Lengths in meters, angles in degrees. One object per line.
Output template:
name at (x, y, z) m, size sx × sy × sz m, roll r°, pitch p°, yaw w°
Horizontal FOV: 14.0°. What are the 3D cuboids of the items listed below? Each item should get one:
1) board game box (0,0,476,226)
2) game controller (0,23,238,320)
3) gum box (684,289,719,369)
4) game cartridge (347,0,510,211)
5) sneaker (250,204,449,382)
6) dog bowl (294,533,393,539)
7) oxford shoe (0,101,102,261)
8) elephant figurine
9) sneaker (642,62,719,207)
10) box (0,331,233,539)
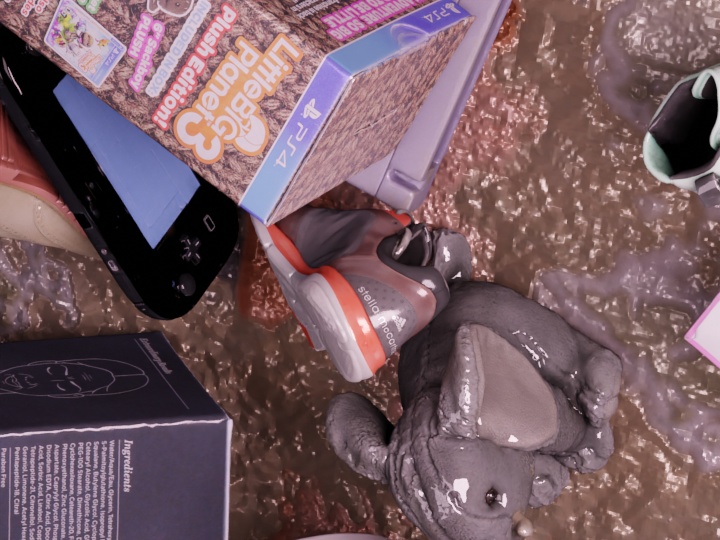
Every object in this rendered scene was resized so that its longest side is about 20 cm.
board game box at (-0.069, -0.137, 1.521) m, size 0.200 × 0.159 × 0.097 m, roll 38°, pitch 118°, yaw 11°
game controller at (-0.135, -0.071, 1.627) m, size 0.042 × 0.104 × 0.200 m, roll -5°, pitch 125°, yaw 43°
gum box at (0.267, 0.054, 1.498) m, size 0.200 × 0.113 × 0.066 m, roll 41°, pitch 117°, yaw 9°
game cartridge at (0.013, -0.148, 1.596) m, size 0.130 × 0.038 × 0.200 m, roll 32°, pitch 116°, yaw 18°
sneaker at (0.000, 0.000, 1.593) m, size 0.082 × 0.200 × 0.077 m, roll -28°, pitch 116°, yaw -6°
dog bowl at (-0.036, 0.221, 1.650) m, size 0.200 × 0.200 × 0.059 m, roll -46°, pitch 51°, yaw 28°
oxford shoe at (-0.194, -0.049, 1.653) m, size 0.074 × 0.200 × 0.071 m, roll -26°, pitch 52°, yaw 28°
elephant figurine at (0.056, 0.089, 1.556) m, size 0.155 × 0.200 × 0.142 m, roll 23°, pitch 113°, yaw 18°
sneaker at (0.234, -0.093, 1.463) m, size 0.200 × 0.118 × 0.074 m, roll -38°, pitch 67°, yaw 28°
box at (-0.189, 0.112, 1.654) m, size 0.200 × 0.148 × 0.107 m, roll -4°, pitch 108°, yaw -18°
